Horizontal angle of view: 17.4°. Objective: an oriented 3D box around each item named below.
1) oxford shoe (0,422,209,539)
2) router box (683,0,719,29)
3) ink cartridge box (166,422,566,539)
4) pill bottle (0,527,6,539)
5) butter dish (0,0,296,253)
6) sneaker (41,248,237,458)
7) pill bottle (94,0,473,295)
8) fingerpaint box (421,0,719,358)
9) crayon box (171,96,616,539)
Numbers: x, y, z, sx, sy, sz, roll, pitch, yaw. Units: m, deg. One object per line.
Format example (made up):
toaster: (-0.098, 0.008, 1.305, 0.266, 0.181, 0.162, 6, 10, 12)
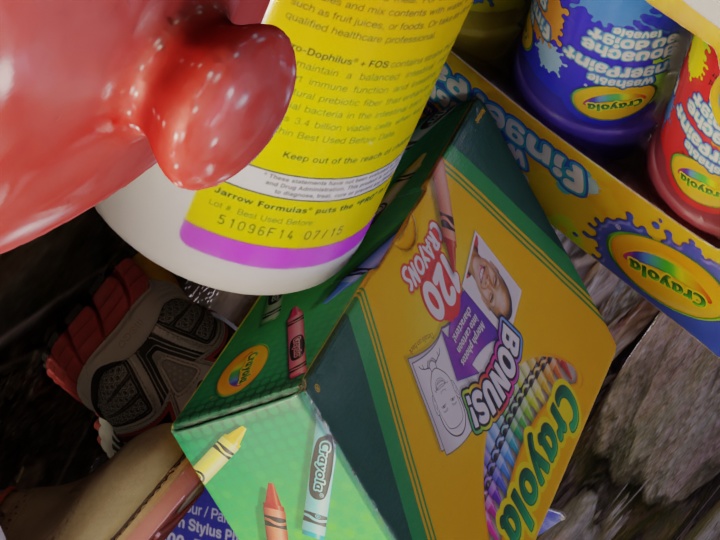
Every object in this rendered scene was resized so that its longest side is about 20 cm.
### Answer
oxford shoe: (-0.133, 0.101, 0.806, 0.199, 0.075, 0.070, -37, 180, 21)
router box: (0.101, -0.199, 0.702, 0.049, 0.179, 0.201, -28, 152, -47)
ink cartridge box: (-0.050, 0.130, 0.925, 0.199, 0.041, 0.199, 20, 140, -39)
pill bottle: (-0.191, 0.101, 0.688, 0.113, 0.112, 0.200, -53, 161, 7)
butter dish: (-0.078, -0.076, 0.563, 0.200, 0.148, 0.200, -35, 157, -40)
sneaker: (-0.065, 0.061, 0.957, 0.078, 0.082, 0.200, -51, 163, -3)
pill bottle: (-0.015, -0.096, 0.739, 0.104, 0.104, 0.201, -29, 152, -48)
fingerpaint box: (0.094, -0.091, 0.856, 0.073, 0.200, 0.167, -40, 160, -30)
crayon box: (0.019, 0.041, 0.832, 0.058, 0.119, 0.200, -19, -157, 30)
